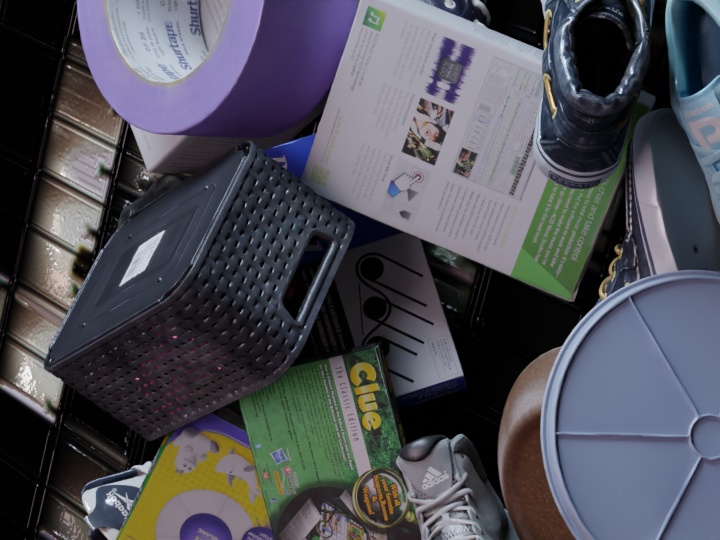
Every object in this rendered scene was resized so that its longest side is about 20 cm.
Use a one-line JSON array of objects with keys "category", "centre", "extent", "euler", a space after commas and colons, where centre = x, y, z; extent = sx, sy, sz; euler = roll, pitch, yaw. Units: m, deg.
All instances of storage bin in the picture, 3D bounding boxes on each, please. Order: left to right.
[{"category": "storage bin", "centre": [-0.110, 0.016, 1.375], "extent": [0.200, 0.094, 0.135], "euler": [-27, 32, 50]}]

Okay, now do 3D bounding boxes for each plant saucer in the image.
[{"category": "plant saucer", "centre": [0.154, 0.145, 1.289], "extent": [0.200, 0.037, 0.201], "euler": [22, 123, 38]}]

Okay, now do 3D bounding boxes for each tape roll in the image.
[{"category": "tape roll", "centre": [-0.099, -0.190, 1.387], "extent": [0.200, 0.085, 0.201], "euler": [0, 90, 45]}]

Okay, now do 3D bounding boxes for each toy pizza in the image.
[{"category": "toy pizza", "centre": [0.199, 0.099, 1.204], "extent": [0.032, 0.200, 0.201], "euler": [132, 128, -73]}]

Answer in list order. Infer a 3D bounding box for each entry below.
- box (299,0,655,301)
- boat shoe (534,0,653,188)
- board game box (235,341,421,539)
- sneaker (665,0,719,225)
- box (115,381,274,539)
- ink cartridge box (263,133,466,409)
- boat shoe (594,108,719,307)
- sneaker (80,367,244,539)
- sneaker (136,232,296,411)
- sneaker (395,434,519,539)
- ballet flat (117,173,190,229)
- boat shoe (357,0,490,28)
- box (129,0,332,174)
[{"category": "box", "centre": [0.073, -0.083, 1.336], "extent": [0.200, 0.036, 0.145], "euler": [24, 113, 8]}, {"category": "boat shoe", "centre": [0.148, -0.154, 1.246], "extent": [0.091, 0.071, 0.201], "euler": [103, 176, -59]}, {"category": "board game box", "centre": [-0.012, 0.156, 1.389], "extent": [0.104, 0.023, 0.201], "euler": [-12, 96, 13]}, {"category": "sneaker", "centre": [0.219, -0.080, 1.236], "extent": [0.074, 0.082, 0.201], "euler": [-25, 73, 42]}, {"category": "box", "centre": [-0.108, 0.188, 1.462], "extent": [0.117, 0.048, 0.200], "euler": [28, 115, 0]}, {"category": "ink cartridge box", "centre": [0.000, 0.000, 1.440], "extent": [0.094, 0.044, 0.201], "euler": [-17, 74, 1]}, {"category": "boat shoe", "centre": [0.178, 0.005, 1.284], "extent": [0.091, 0.071, 0.201], "euler": [-16, 80, 44]}, {"category": "sneaker", "centre": [-0.144, 0.162, 1.552], "extent": [0.079, 0.129, 0.199], "euler": [46, 120, 32]}, {"category": "sneaker", "centre": [-0.109, 0.031, 1.546], "extent": [0.200, 0.088, 0.081], "euler": [-41, 97, 22]}, {"category": "sneaker", "centre": [0.052, 0.169, 1.311], "extent": [0.075, 0.200, 0.116], "euler": [-21, 107, 11]}, {"category": "ballet flat", "centre": [-0.135, -0.035, 1.545], "extent": [0.200, 0.057, 0.067], "euler": [173, 104, -69]}, {"category": "boat shoe", "centre": [0.066, -0.174, 1.390], "extent": [0.200, 0.093, 0.075], "euler": [47, 167, 2]}, {"category": "box", "centre": [-0.086, -0.184, 1.510], "extent": [0.200, 0.106, 0.153], "euler": [-38, 64, 37]}]
